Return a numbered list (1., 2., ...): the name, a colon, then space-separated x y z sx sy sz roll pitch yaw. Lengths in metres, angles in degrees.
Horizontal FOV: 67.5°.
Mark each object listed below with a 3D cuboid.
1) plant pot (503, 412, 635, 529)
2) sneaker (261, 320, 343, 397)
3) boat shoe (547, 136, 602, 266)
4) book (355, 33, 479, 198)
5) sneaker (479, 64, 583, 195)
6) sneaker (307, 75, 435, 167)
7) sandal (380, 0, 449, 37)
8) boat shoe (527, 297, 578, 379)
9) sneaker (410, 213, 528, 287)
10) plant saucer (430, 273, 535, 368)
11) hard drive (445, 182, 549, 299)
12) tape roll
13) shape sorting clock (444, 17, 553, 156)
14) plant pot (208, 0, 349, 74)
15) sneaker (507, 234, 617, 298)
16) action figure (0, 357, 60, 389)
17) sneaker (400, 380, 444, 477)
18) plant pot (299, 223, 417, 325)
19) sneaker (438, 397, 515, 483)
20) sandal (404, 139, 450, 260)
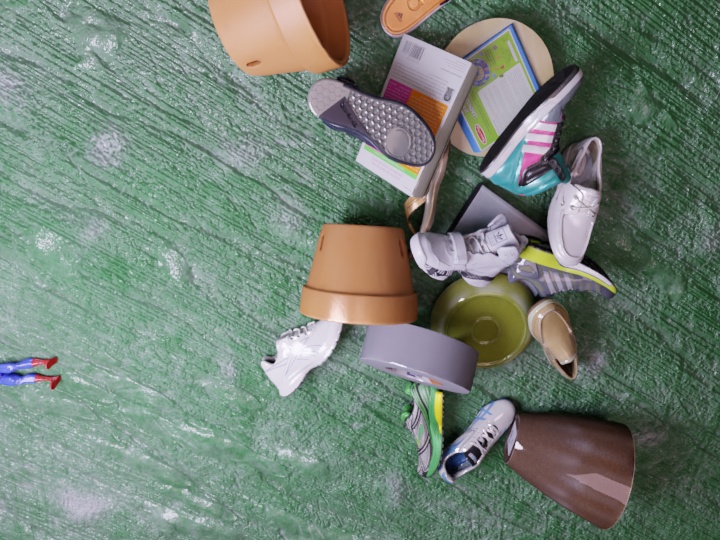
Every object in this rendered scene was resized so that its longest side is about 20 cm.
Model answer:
1. plant pot: 0.377 0.350 1.014 0.193 0.187 0.194 17 109 8
2. sneaker: -0.104 0.137 0.970 0.087 0.075 0.200 41 103 -10
3. boat shoe: 0.344 -0.113 0.849 0.068 0.069 0.209 10 80 -8
4. book: 0.079 -0.236 0.826 0.132 0.047 0.206 34 111 28
5. sneaker: 0.288 -0.194 0.822 0.119 0.084 0.201 35 117 -12
6. sneaker: 0.016 -0.225 0.806 0.197 0.147 0.079 26 102 -11
7. sandal: 0.114 -0.423 0.785 0.206 0.060 0.079 -43 106 12
8. boat shoe: 0.346 0.124 0.932 0.070 0.078 0.200 -32 134 12
9. sneaker: 0.171 -0.040 0.831 0.195 0.078 0.114 14 140 -38
10. plant saucer: 0.222 0.101 0.965 0.191 0.031 0.207 3 119 5
11. hard drive: 0.245 -0.037 0.937 0.196 0.033 0.142 31 106 -11
12. tape roll: 0.098 0.146 0.907 0.193 0.200 0.069 20 76 -8
13. shape sorting clock: 0.205 -0.283 0.846 0.191 0.040 0.208 -1 115 -3
14. plant pot: -0.113 -0.360 0.735 0.135 0.201 0.206 -13 111 21
15. sneaker: 0.335 0.008 0.907 0.193 0.074 0.083 21 115 -1
16. action figure: -0.660 0.197 0.964 0.191 0.099 0.068 1 109 1
17. sneaker: 0.119 0.298 1.036 0.081 0.078 0.209 0 101 6
18. plant pot: 0.000 0.000 0.872 0.191 0.200 0.147 3 93 -2
19. sneaker: 0.228 0.332 1.041 0.072 0.073 0.200 43 95 -15
20. sandal: 0.101 -0.121 0.883 0.052 0.081 0.208 14 106 3
